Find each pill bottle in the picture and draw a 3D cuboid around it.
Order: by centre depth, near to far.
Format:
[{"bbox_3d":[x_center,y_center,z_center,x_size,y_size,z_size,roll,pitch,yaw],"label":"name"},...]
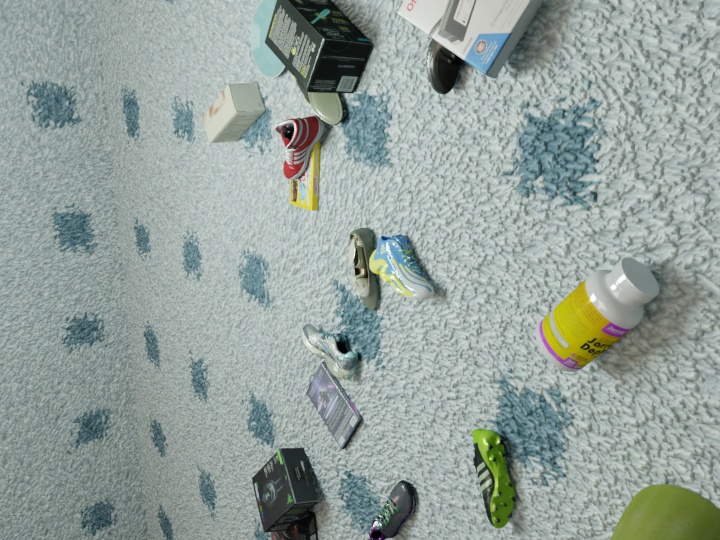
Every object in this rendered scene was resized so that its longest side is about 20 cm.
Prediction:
[{"bbox_3d":[0.381,0.071,0.972,0.105,0.103,0.201,56,137,24],"label":"pill bottle"}]

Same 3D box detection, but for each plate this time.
[{"bbox_3d":[-0.233,-0.618,1.602,0.198,0.025,0.205,16,110,48],"label":"plate"}]

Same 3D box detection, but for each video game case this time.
[{"bbox_3d":[-0.077,0.377,1.678,0.201,0.019,0.144,53,135,29],"label":"video game case"}]

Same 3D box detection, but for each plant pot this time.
[{"bbox_3d":[0.451,0.459,0.914,0.185,0.197,0.191,17,113,46],"label":"plant pot"}]

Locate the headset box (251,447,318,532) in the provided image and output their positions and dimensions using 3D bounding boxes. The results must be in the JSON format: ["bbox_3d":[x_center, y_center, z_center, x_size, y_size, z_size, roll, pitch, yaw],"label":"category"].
[{"bbox_3d":[-0.228,0.660,1.823,0.200,0.092,0.176,-48,48,30],"label":"headset box"}]

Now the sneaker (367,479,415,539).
[{"bbox_3d":[0.075,0.614,1.501,0.074,0.086,0.203,40,128,36],"label":"sneaker"}]

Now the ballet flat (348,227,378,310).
[{"bbox_3d":[0.000,0.000,1.450,0.067,0.063,0.205,7,106,49],"label":"ballet flat"}]

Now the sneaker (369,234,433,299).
[{"bbox_3d":[0.090,-0.015,1.328,0.199,0.075,0.107,32,122,43],"label":"sneaker"}]

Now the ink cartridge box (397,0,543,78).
[{"bbox_3d":[0.184,-0.449,1.026,0.199,0.084,0.146,39,115,14],"label":"ink cartridge box"}]

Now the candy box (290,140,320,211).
[{"bbox_3d":[-0.148,-0.268,1.590,0.101,0.026,0.204,21,115,42],"label":"candy box"}]

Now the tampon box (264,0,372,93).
[{"bbox_3d":[-0.097,-0.516,1.365,0.201,0.148,0.127,53,134,27],"label":"tampon box"}]

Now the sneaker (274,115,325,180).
[{"bbox_3d":[-0.175,-0.305,1.505,0.072,0.111,0.201,53,132,21],"label":"sneaker"}]

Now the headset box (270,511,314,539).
[{"bbox_3d":[-0.223,0.832,1.930,0.198,0.074,0.152,4,102,50],"label":"headset box"}]

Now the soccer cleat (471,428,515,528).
[{"bbox_3d":[0.271,0.426,1.242,0.081,0.066,0.205,-179,80,-68],"label":"soccer cleat"}]

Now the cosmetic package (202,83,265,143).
[{"bbox_3d":[-0.373,-0.457,1.754,0.199,0.102,0.089,-24,82,49],"label":"cosmetic package"}]

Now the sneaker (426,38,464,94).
[{"bbox_3d":[0.178,-0.427,1.114,0.081,0.072,0.204,32,124,39],"label":"sneaker"}]

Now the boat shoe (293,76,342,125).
[{"bbox_3d":[-0.102,-0.433,1.466,0.071,0.061,0.203,-33,78,3],"label":"boat shoe"}]

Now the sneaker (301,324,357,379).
[{"bbox_3d":[-0.076,0.195,1.602,0.199,0.077,0.087,39,115,29],"label":"sneaker"}]
